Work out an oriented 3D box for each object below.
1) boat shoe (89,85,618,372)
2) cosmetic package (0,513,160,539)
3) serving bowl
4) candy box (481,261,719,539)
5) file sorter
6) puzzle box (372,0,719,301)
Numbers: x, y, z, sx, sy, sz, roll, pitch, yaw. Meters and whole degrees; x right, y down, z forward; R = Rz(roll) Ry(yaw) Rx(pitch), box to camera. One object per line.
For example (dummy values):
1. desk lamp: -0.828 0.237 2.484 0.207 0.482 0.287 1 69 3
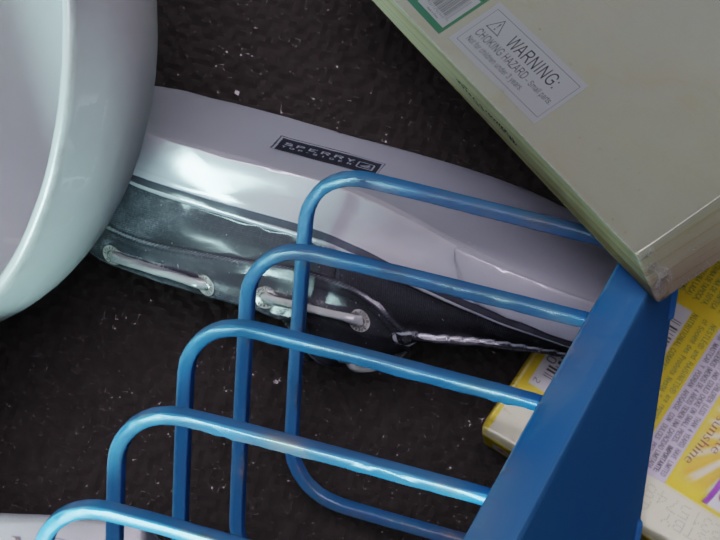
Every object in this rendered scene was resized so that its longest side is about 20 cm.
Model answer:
1. boat shoe: 0.000 0.000 0.836 0.200 0.072 0.068 18 113 10
2. cosmetic package: -0.118 0.179 0.794 0.101 0.071 0.200 1 75 4
3. serving bowl: -0.126 -0.077 0.824 0.066 0.200 0.200 -3 70 -41
4. candy box: 0.136 0.000 0.849 0.102 0.026 0.200 33 80 10
5. file sorter: 0.003 0.079 0.722 0.123 0.139 0.200 13 32 15
6. puzzle box: 0.088 -0.090 0.775 0.133 0.025 0.200 -35 46 -4
